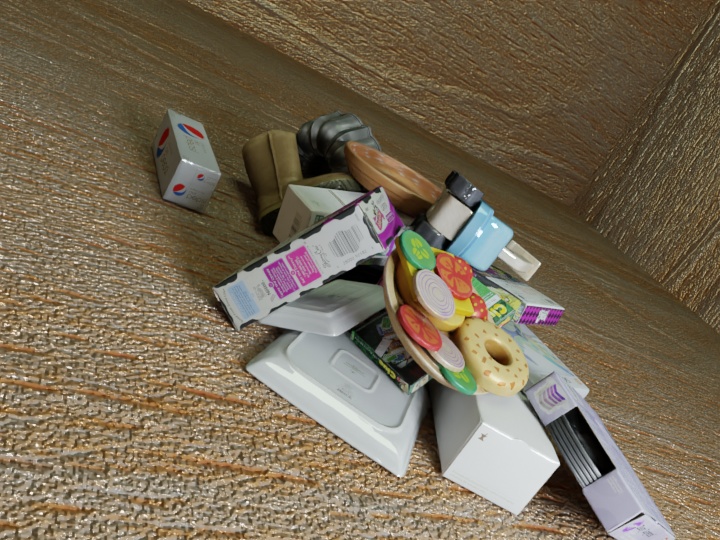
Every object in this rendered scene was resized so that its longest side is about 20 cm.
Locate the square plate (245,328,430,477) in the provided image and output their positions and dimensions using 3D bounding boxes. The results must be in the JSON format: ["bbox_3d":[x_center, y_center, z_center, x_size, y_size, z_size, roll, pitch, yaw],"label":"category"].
[{"bbox_3d":[-0.011,0.124,0.805,0.199,0.029,0.198,34,19,5],"label":"square plate"}]

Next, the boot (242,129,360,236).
[{"bbox_3d":[-0.102,-0.162,1.124,0.067,0.173,0.201,70,2,-46],"label":"boot"}]

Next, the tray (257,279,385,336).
[{"bbox_3d":[-0.034,0.041,0.889,0.106,0.022,0.200,9,14,23],"label":"tray"}]

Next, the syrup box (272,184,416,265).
[{"bbox_3d":[-0.017,-0.062,1.016,0.198,0.079,0.081,3,30,-37],"label":"syrup box"}]

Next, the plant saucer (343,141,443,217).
[{"bbox_3d":[0.057,-0.133,1.085,0.198,0.038,0.200,28,17,-9],"label":"plant saucer"}]

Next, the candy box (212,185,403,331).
[{"bbox_3d":[-0.056,-0.018,0.815,0.061,0.199,0.136,59,17,-6],"label":"candy box"}]

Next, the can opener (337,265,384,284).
[{"bbox_3d":[0.000,0.000,1.067,0.198,0.064,0.079,26,20,-18],"label":"can opener"}]

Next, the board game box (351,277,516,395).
[{"bbox_3d":[0.094,0.068,0.881,0.199,0.024,0.105,-28,53,-33],"label":"board game box"}]

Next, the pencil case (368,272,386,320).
[{"bbox_3d":[0.107,0.072,1.025,0.199,0.091,0.094,31,22,-11],"label":"pencil case"}]

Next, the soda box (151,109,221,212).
[{"bbox_3d":[-0.265,-0.169,1.058,0.063,0.069,0.201,19,23,-31],"label":"soda box"}]

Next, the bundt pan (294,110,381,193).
[{"bbox_3d":[-0.057,-0.169,1.212,0.202,0.203,0.075,41,35,25],"label":"bundt pan"}]

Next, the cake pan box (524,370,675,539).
[{"bbox_3d":[0.285,0.230,0.835,0.200,0.052,0.185,39,18,-50],"label":"cake pan box"}]

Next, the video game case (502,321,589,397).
[{"bbox_3d":[0.208,0.097,0.972,0.181,0.022,0.200,16,27,-50],"label":"video game case"}]

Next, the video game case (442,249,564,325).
[{"bbox_3d":[0.195,0.021,1.044,0.180,0.036,0.199,34,12,28],"label":"video game case"}]

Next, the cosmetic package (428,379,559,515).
[{"bbox_3d":[0.151,0.176,0.841,0.107,0.085,0.200,30,20,-9],"label":"cosmetic package"}]

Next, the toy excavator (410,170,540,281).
[{"bbox_3d":[0.176,-0.041,0.991,0.199,0.100,0.195,39,11,-4],"label":"toy excavator"}]

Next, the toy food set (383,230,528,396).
[{"bbox_3d":[0.101,0.051,0.795,0.197,0.049,0.202,15,48,-42],"label":"toy food set"}]
